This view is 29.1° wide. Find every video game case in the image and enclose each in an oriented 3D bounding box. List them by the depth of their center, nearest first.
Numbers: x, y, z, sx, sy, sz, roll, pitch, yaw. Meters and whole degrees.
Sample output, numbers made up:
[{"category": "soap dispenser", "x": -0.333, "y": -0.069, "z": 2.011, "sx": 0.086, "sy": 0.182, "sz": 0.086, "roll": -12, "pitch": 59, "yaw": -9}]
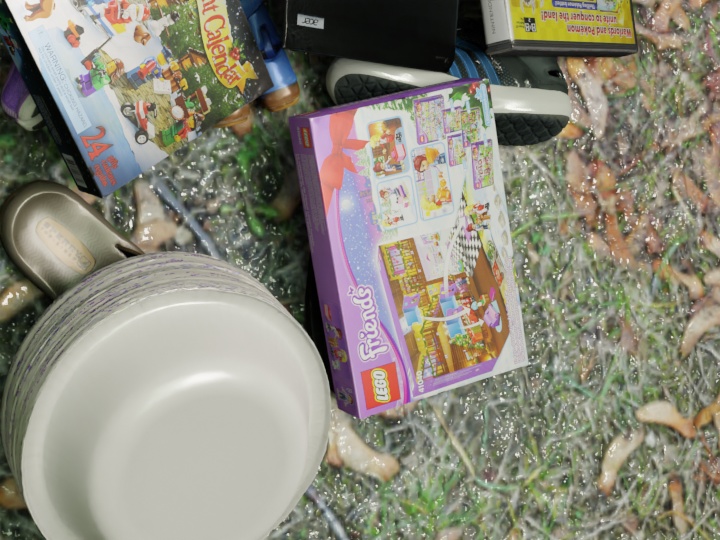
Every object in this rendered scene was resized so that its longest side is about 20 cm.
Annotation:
[{"category": "video game case", "x": 0.140, "y": -0.249, "z": 1.011, "sx": 0.199, "sy": 0.025, "sz": 0.184, "roll": -11, "pitch": 93, "yaw": -53}]

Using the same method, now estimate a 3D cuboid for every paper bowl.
[{"category": "paper bowl", "x": -0.111, "y": 0.099, "z": 0.846, "sx": 0.198, "sy": 0.104, "sz": 0.204, "roll": -12, "pitch": 117, "yaw": -24}]

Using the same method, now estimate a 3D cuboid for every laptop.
[{"category": "laptop", "x": -0.023, "y": -0.239, "z": 0.910, "sx": 0.176, "sy": 0.104, "sz": 0.200, "roll": -2, "pitch": 44, "yaw": -51}]

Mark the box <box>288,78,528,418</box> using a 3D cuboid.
[{"category": "box", "x": 0.035, "y": -0.017, "z": 0.929, "sx": 0.135, "sy": 0.039, "sz": 0.203, "roll": -14, "pitch": 103, "yaw": -24}]

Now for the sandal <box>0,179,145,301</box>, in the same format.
[{"category": "sandal", "x": -0.145, "y": 0.016, "z": 0.893, "sx": 0.200, "sy": 0.054, "sz": 0.082, "roll": 45, "pitch": 71, "yaw": -18}]

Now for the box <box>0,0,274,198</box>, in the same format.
[{"category": "box", "x": -0.146, "y": -0.165, "z": 0.811, "sx": 0.136, "sy": 0.037, "sz": 0.202, "roll": -36, "pitch": 119, "yaw": -24}]

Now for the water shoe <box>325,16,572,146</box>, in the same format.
[{"category": "water shoe", "x": 0.061, "y": -0.141, "z": 1.002, "sx": 0.197, "sy": 0.071, "sz": 0.080, "roll": 8, "pitch": 64, "yaw": -29}]

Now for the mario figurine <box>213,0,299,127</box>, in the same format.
[{"category": "mario figurine", "x": -0.101, "y": -0.203, "z": 0.924, "sx": 0.123, "sy": 0.105, "sz": 0.203, "roll": -38, "pitch": 120, "yaw": -59}]

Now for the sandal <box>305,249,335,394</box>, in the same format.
[{"category": "sandal", "x": -0.001, "y": -0.001, "z": 0.967, "sx": 0.074, "sy": 0.048, "sz": 0.204, "roll": -6, "pitch": 92, "yaw": -26}]

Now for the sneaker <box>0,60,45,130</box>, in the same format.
[{"category": "sneaker", "x": -0.199, "y": -0.186, "z": 0.874, "sx": 0.082, "sy": 0.081, "sz": 0.203, "roll": 11, "pitch": 74, "yaw": -9}]
